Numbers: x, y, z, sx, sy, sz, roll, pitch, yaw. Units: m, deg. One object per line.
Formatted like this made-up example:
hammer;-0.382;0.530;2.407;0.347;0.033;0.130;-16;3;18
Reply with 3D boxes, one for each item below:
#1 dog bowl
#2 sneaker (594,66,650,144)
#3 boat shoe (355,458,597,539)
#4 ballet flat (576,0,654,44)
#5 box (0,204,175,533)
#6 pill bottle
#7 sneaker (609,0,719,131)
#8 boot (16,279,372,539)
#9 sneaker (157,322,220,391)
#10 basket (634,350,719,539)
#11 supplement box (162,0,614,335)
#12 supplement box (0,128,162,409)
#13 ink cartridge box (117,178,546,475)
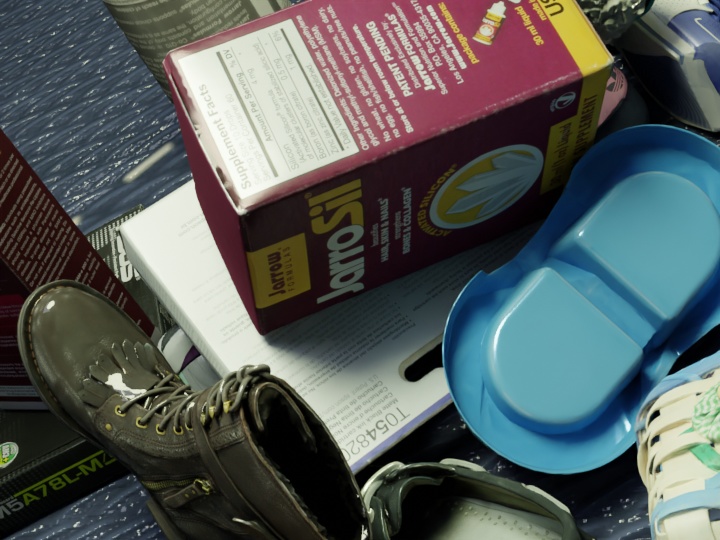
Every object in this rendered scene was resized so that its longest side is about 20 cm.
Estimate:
dog bowl;0.121;0.017;0.721;0.111;0.050;0.200;41;73;6
sneaker;0.077;-0.081;0.865;0.198;0.082;0.071;-15;45;22
boat shoe;0.035;0.123;0.700;0.199;0.060;0.076;6;53;38
ballet flat;0.110;-0.154;0.848;0.072;0.072;0.200;-48;3;-18
box;-0.207;0.069;0.936;0.192;0.048;0.201;-28;40;9
pill bottle;-0.108;-0.180;1.001;0.112;0.201;0.114;-19;40;17
sneaker;0.202;-0.180;0.883;0.115;0.081;0.200;-33;37;3
boot;-0.080;0.070;0.705;0.069;0.200;0.174;-42;7;-29
sneaker;-0.018;0.040;0.839;0.199;0.074;0.088;-27;77;-11
basket;0.203;0.085;0.577;0.175;0.140;0.200;-17;6;21
supplement box;0.015;-0.071;0.726;0.198;0.131;0.104;-22;64;-10
supplement box;-0.214;-0.001;0.821;0.108;0.201;0.061;-3;48;30
ink cartridge box;0.000;0.000;0.785;0.199;0.041;0.200;-33;65;-16
